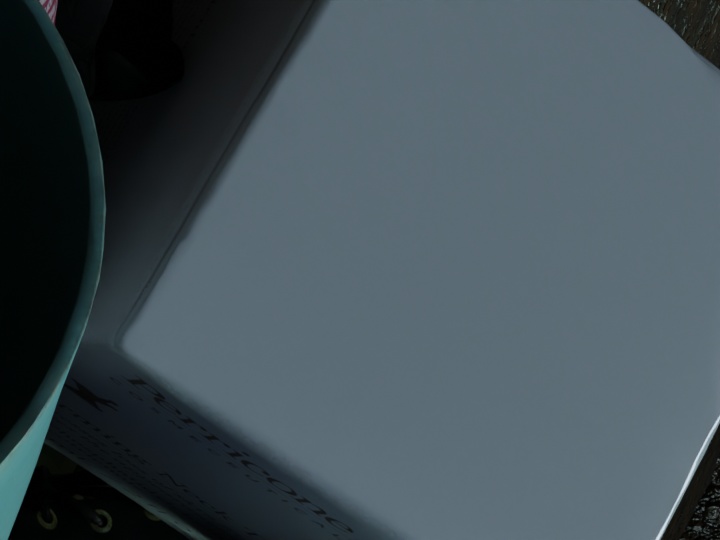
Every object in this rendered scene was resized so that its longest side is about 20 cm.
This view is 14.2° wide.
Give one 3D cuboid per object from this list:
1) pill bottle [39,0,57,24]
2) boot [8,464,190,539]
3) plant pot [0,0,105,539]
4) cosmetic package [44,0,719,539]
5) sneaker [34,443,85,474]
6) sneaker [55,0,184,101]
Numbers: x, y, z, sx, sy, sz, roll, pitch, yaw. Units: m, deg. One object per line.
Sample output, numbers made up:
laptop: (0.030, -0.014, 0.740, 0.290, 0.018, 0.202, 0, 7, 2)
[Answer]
pill bottle: (-0.130, -0.055, 0.686, 0.114, 0.114, 0.200, -51, 159, -49)
boot: (-0.091, 0.076, 0.964, 0.154, 0.073, 0.204, 32, 90, -41)
plant pot: (-0.158, 0.029, 0.563, 0.201, 0.200, 0.161, -57, 170, -37)
cosmetic package: (0.000, 0.000, 0.858, 0.167, 0.167, 0.200, -60, -162, -15)
sneaker: (-0.111, 0.055, 1.035, 0.088, 0.077, 0.201, 16, 83, -47)
sneaker: (-0.099, -0.063, 0.808, 0.060, 0.104, 0.200, -44, 153, -60)
